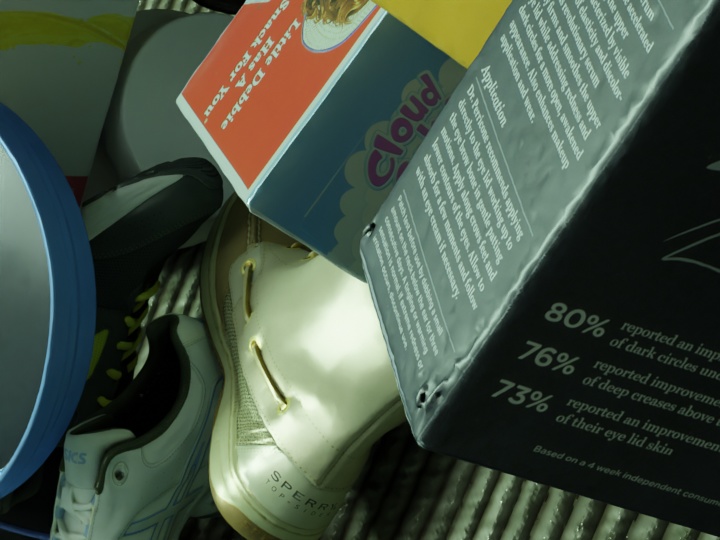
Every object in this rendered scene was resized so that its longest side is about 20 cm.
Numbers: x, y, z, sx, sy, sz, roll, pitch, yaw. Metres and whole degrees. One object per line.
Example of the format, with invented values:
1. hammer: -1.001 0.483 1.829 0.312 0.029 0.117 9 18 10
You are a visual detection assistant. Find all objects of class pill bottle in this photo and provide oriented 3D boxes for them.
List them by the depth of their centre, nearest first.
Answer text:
1. pill bottle: -0.111 -0.065 1.381 0.200 0.115 0.117 -8 67 62

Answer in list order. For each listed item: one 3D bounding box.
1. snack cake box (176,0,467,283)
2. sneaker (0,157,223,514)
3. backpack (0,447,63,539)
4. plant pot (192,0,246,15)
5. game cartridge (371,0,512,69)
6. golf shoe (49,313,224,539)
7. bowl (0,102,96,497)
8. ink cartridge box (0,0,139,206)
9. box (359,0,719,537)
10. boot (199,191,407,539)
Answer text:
1. snack cake box: 0.023 -0.109 1.090 0.200 0.067 0.115 -53 30 9
2. sneaker: -0.122 0.029 1.260 0.200 0.085 0.074 -42 -3 23
3. backpack: -0.210 0.126 1.392 0.200 0.182 0.148 121 159 -44
4. plant pot: -0.045 -0.227 1.310 0.187 0.186 0.201 -32 61 54
5. game cartridge: 0.109 -0.137 0.961 0.176 0.032 0.201 37 115 16
6. golf shoe: -0.112 0.107 1.223 0.078 0.097 0.201 19 70 43
7. bowl: -0.195 0.012 1.222 0.200 0.039 0.202 2 93 35
8. ink cartridge box: -0.173 -0.123 1.292 0.145 0.083 0.201 41 121 46
9. box: 0.114 -0.029 0.876 0.200 0.147 0.105 -56 29 28
10. boot: 0.000 0.000 1.172 0.156 0.073 0.201 -47 27 33
